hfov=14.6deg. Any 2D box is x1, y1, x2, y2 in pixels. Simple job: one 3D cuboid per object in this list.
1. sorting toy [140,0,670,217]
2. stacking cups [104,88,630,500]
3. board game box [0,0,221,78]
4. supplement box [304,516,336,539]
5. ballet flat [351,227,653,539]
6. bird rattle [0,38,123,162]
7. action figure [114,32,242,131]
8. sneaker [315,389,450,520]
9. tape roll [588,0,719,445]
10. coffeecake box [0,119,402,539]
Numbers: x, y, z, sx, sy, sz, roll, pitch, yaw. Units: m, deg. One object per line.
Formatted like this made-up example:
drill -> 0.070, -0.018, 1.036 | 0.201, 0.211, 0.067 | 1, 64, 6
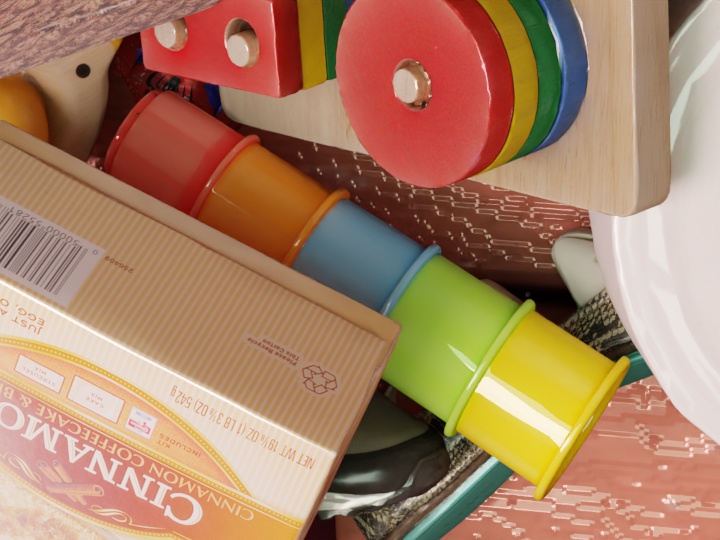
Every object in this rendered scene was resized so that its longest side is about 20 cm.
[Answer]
sorting toy -> 0.002, -0.125, 0.922 | 0.198, 0.069, 0.201 | 16, 117, 42
stacking cups -> 0.000, 0.000, 1.003 | 0.199, 0.060, 0.061 | 36, 108, 8
board game box -> -0.121, -0.169, 0.861 | 0.097, 0.159, 0.201 | -32, 83, 49
supplement box -> -0.113, 0.119, 1.102 | 0.198, 0.086, 0.111 | 2, 104, 11
ballet flat -> 0.069, 0.031, 1.058 | 0.199, 0.068, 0.076 | -34, 76, 18
bird rattle -> -0.157, -0.034, 0.971 | 0.113, 0.162, 0.201 | 40, 123, 36
action figure -> -0.044, -0.116, 1.051 | 0.065, 0.052, 0.201 | 29, 110, -2
sneaker -> -0.052, 0.030, 1.041 | 0.199, 0.074, 0.080 | 27, 118, 29
tape roll -> 0.181, -0.024, 0.968 | 0.201, 0.071, 0.204 | 0, 99, -2
coffeecake box -> -0.094, 0.072, 0.966 | 0.153, 0.073, 0.201 | 27, 131, 3
